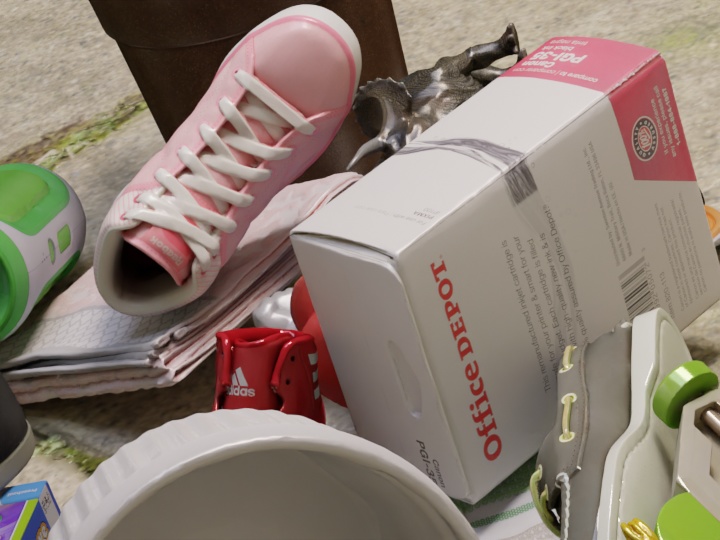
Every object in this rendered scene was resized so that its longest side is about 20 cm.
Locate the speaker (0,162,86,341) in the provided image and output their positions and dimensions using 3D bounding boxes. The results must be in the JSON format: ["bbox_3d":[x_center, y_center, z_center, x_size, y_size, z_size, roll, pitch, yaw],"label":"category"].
[{"bbox_3d":[-0.221,-0.010,1.656,0.088,0.089,0.200,-15,10,9],"label":"speaker"}]

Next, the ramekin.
[{"bbox_3d":[-0.046,0.153,1.159,0.200,0.200,0.105,-24,17,-9],"label":"ramekin"}]

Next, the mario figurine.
[{"bbox_3d":[0.000,0.000,1.467,0.106,0.124,0.200,16,15,3],"label":"mario figurine"}]

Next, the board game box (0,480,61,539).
[{"bbox_3d":[-0.259,0.178,1.412,0.200,0.045,0.135,-11,27,16],"label":"board game box"}]

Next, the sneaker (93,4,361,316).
[{"bbox_3d":[-0.075,-0.050,1.492,0.200,0.075,0.105,-45,14,26],"label":"sneaker"}]

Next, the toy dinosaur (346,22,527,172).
[{"bbox_3d":[0.049,-0.091,1.561,0.102,0.077,0.200,-13,3,9],"label":"toy dinosaur"}]

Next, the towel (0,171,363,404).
[{"bbox_3d":[-0.113,0.010,1.603,0.200,0.032,0.191,-9,26,48],"label":"towel"}]

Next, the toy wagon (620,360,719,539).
[{"bbox_3d":[0.195,0.095,1.202,0.200,0.040,0.155,-24,49,-27],"label":"toy wagon"}]

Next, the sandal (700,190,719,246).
[{"bbox_3d":[0.122,-0.045,1.565,0.079,0.059,0.207,-33,29,-24],"label":"sandal"}]

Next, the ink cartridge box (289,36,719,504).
[{"bbox_3d":[0.075,-0.004,1.358,0.200,0.147,0.083,-36,33,-31],"label":"ink cartridge box"}]

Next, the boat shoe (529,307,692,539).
[{"bbox_3d":[0.113,0.094,1.251,0.060,0.072,0.202,-18,28,23],"label":"boat shoe"}]

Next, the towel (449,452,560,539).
[{"bbox_3d":[0.086,0.108,1.331,0.149,0.031,0.200,-18,26,4],"label":"towel"}]

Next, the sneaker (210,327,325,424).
[{"bbox_3d":[-0.065,0.097,1.304,0.078,0.116,0.200,1,32,11],"label":"sneaker"}]

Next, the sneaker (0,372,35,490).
[{"bbox_3d":[-0.249,0.099,1.383,0.075,0.106,0.200,-1,33,32],"label":"sneaker"}]

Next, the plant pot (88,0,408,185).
[{"bbox_3d":[-0.056,-0.138,1.707,0.200,0.199,0.200,-16,26,8],"label":"plant pot"}]
